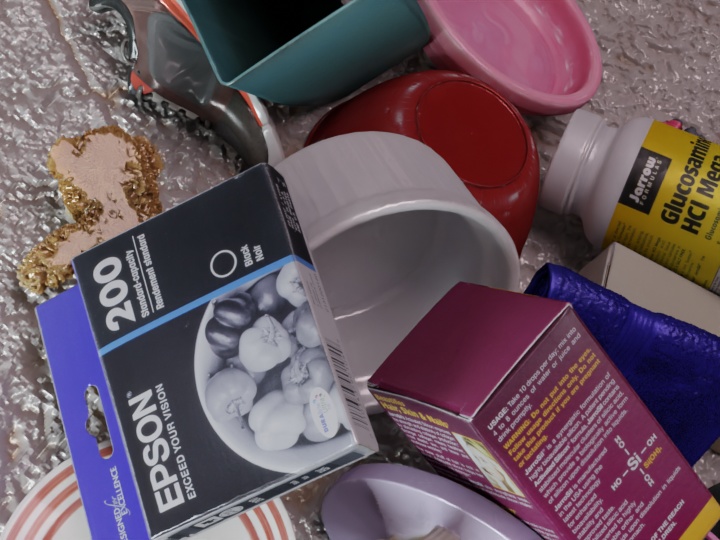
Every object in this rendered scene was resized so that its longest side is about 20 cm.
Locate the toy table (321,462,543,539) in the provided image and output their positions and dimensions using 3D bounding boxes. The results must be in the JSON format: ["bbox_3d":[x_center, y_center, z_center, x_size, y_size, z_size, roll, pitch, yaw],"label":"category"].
[{"bbox_3d":[0.035,0.216,0.999,0.199,0.185,0.117,16,37,32],"label":"toy table"}]

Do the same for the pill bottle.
[{"bbox_3d":[0.249,-0.054,1.247,0.199,0.113,0.113,23,53,10],"label":"pill bottle"}]

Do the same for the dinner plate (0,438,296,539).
[{"bbox_3d":[-0.134,0.196,0.969,0.199,0.024,0.201,-4,59,6],"label":"dinner plate"}]

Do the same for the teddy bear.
[{"bbox_3d":[-0.163,0.001,1.091,0.145,0.067,0.200,-34,88,-27],"label":"teddy bear"}]

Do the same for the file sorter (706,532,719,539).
[{"bbox_3d":[0.194,0.285,1.059,0.139,0.125,0.200,41,53,-5],"label":"file sorter"}]

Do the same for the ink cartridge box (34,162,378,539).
[{"bbox_3d":[-0.109,0.061,0.963,0.043,0.199,0.199,35,31,-61],"label":"ink cartridge box"}]

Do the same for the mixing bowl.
[{"bbox_3d":[0.063,-0.081,1.215,0.199,0.108,0.201,12,58,-20],"label":"mixing bowl"}]

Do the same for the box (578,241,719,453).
[{"bbox_3d":[0.254,0.068,1.238,0.199,0.095,0.078,26,55,-10],"label":"box"}]

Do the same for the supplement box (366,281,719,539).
[{"bbox_3d":[0.120,0.116,1.024,0.103,0.131,0.200,-47,116,-16],"label":"supplement box"}]

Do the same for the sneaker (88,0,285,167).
[{"bbox_3d":[-0.133,-0.145,1.189,0.082,0.077,0.200,-35,92,0],"label":"sneaker"}]

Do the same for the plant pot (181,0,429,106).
[{"bbox_3d":[-0.033,-0.211,1.182,0.142,0.141,0.200,63,16,16],"label":"plant pot"}]

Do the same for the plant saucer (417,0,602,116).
[{"bbox_3d":[0.114,-0.206,1.325,0.200,0.051,0.201,24,44,-24],"label":"plant saucer"}]

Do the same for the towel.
[{"bbox_3d":[0.184,0.087,1.157,0.199,0.148,0.050,22,39,-16],"label":"towel"}]

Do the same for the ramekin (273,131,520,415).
[{"bbox_3d":[0.000,0.000,1.082,0.200,0.201,0.098,-2,42,-28],"label":"ramekin"}]

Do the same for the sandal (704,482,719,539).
[{"bbox_3d":[0.333,0.186,1.238,0.200,0.048,0.076,-18,73,-34],"label":"sandal"}]

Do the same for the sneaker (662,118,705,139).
[{"bbox_3d":[0.297,-0.032,1.331,0.075,0.081,0.200,-35,74,-22],"label":"sneaker"}]
